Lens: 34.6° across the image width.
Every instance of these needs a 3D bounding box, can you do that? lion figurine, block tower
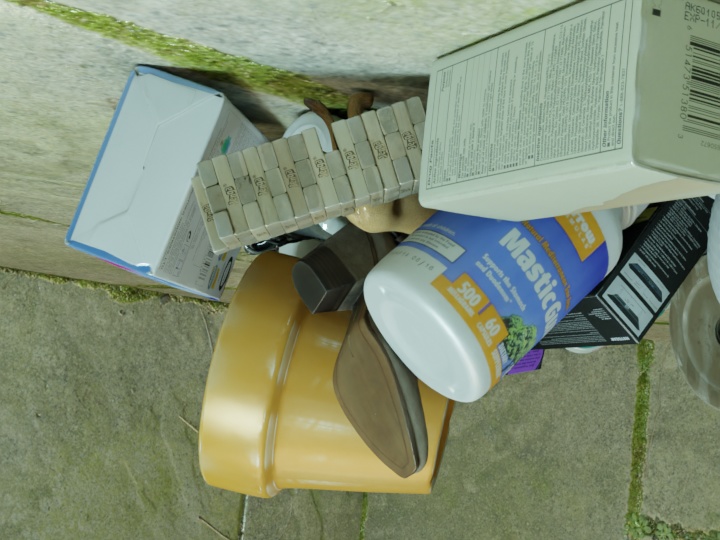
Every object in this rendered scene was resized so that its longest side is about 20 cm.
[{"bbox_3d":[0.040,-0.053,0.857,0.198,0.124,0.072,10,173,-28],"label":"lion figurine"},{"bbox_3d":[-0.011,-0.067,0.756,0.198,0.055,0.058,-18,173,-1],"label":"block tower"}]

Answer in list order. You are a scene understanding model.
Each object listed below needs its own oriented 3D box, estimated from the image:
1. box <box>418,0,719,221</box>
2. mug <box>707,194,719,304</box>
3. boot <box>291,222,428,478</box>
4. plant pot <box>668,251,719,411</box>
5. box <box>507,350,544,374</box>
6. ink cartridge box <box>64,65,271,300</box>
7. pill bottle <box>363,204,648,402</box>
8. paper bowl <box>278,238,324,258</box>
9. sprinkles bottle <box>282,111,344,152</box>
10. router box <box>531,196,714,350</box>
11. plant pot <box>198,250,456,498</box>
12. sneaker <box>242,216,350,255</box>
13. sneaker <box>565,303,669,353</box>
[{"bbox_3d":[0.115,-0.084,0.635,0.077,0.096,0.199,8,175,-26],"label":"box"},{"bbox_3d":[0.269,-0.046,0.708,0.199,0.148,0.175,36,176,20],"label":"mug"},{"bbox_3d":[0.039,0.044,0.875,0.145,0.202,0.070,-13,160,-43],"label":"boot"},{"bbox_3d":[0.335,0.035,0.865,0.172,0.203,0.199,-6,180,-26],"label":"plant pot"},{"bbox_3d":[0.102,0.027,1.262,0.121,0.107,0.199,-4,-157,-38],"label":"box"},{"bbox_3d":[-0.132,-0.056,0.881,0.076,0.138,0.200,21,177,13],"label":"ink cartridge box"},{"bbox_3d":[0.107,-0.015,0.789,0.112,0.200,0.112,42,159,20],"label":"pill bottle"},{"bbox_3d":[0.000,0.000,1.108,0.199,0.105,0.201,28,170,5],"label":"paper bowl"},{"bbox_3d":[0.022,-0.074,0.941,0.068,0.069,0.199,1,173,40],"label":"sprinkles bottle"},{"bbox_3d":[0.187,-0.012,0.917,0.052,0.158,0.200,45,160,-13],"label":"router box"},{"bbox_3d":[-0.015,0.102,0.960,0.181,0.203,0.200,13,175,9],"label":"plant pot"},{"bbox_3d":[-0.065,-0.043,1.003,0.077,0.083,0.200,23,-176,-32],"label":"sneaker"},{"bbox_3d":[0.263,-0.007,1.036,0.199,0.084,0.121,-36,168,-9],"label":"sneaker"}]
